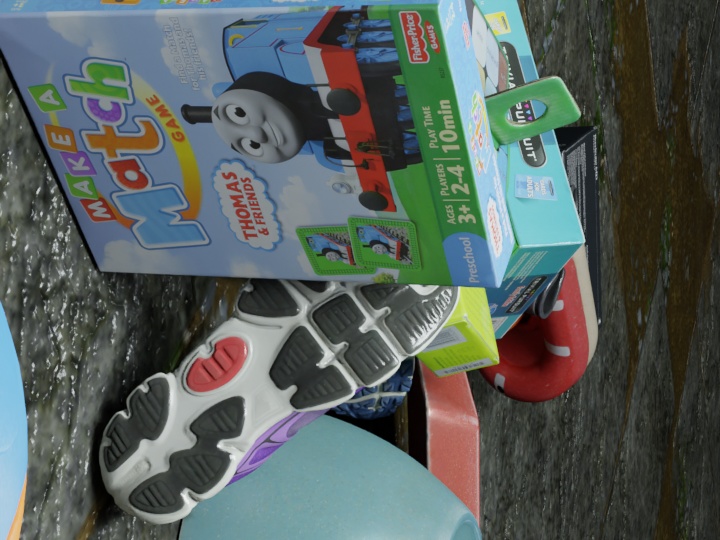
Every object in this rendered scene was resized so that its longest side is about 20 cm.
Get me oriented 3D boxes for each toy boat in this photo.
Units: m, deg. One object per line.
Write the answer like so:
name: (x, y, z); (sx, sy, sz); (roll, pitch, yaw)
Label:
toy boat: (0.108, 0.032, 1.285); (0.131, 0.130, 0.200); (-40, 136, -24)

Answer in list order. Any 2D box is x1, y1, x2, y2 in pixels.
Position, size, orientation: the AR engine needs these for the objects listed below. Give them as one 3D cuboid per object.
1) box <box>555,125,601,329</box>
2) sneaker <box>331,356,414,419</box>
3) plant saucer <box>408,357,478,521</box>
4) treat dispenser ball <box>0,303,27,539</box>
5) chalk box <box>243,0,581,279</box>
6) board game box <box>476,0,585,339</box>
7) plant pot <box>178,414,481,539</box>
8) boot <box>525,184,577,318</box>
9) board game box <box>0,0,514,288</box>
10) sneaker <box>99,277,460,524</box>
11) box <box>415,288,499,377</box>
box: (0.172, -0.025, 1.477); (0.141, 0.079, 0.200); (-31, 121, -63)
sneaker: (0.000, 0.000, 1.009); (0.085, 0.077, 0.200); (-62, 149, -58)
plant saucer: (0.057, 0.143, 1.104); (0.200, 0.037, 0.200); (-97, -176, -71)
treat dispenser ball: (-0.173, 0.042, 0.341); (0.201, 0.200, 0.201); (2, 90, -70)
chalk box: (0.011, -0.070, 0.833); (0.125, 0.200, 0.124); (40, 51, -65)
board game box: (0.075, -0.073, 1.046); (0.151, 0.047, 0.200); (123, -41, -60)
plant pot: (-0.005, 0.180, 0.922); (0.200, 0.134, 0.201); (2, 90, -71)
boot: (0.102, -0.061, 1.199); (0.070, 0.131, 0.200); (36, 59, -66)
board game box: (-0.044, -0.060, 0.692); (0.037, 0.200, 0.151); (-68, 152, -42)
sneaker: (-0.041, 0.047, 0.789); (0.081, 0.200, 0.083); (56, 3, 10)
box: (0.034, -0.046, 0.954); (0.122, 0.048, 0.200); (47, 30, -69)
